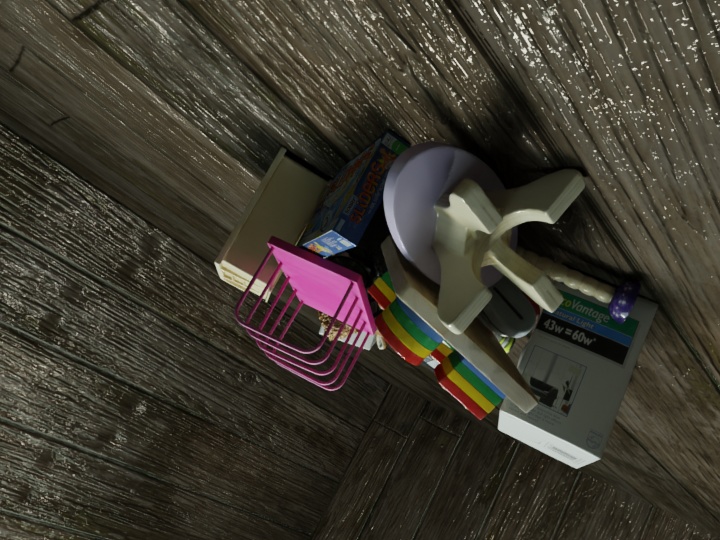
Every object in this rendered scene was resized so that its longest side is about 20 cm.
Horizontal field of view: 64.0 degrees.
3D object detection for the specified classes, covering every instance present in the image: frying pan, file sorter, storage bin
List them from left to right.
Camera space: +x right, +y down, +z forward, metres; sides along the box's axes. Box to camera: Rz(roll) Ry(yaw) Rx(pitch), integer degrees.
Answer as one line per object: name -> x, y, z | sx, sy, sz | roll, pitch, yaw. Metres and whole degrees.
storage bin -> -0.143, -0.063, 0.941 | 0.093, 0.201, 0.199 | 29, 168, -7
file sorter -> -0.074, 0.073, 0.814 | 0.138, 0.126, 0.200 | 23, 159, 18
frying pan -> 0.005, 0.013, 0.981 | 0.188, 0.116, 0.031 | -5, 142, -27

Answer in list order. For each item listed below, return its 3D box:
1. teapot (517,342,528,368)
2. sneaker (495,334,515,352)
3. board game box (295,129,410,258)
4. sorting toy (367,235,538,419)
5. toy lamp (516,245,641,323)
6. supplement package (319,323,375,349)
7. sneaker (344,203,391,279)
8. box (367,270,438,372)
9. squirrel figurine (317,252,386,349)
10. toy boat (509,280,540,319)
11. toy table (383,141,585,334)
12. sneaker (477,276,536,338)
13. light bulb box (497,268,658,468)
teapot -> 0.357, 0.219, 1.032 | 0.196, 0.147, 0.200 | 21, 166, 35
sneaker -> 0.210, 0.109, 1.141 | 0.081, 0.074, 0.199 | 47, 155, -27
board game box -> -0.018, -0.085, 0.725 | 0.034, 0.136, 0.200 | 32, 166, -14
sorting toy -> 0.090, 0.070, 0.681 | 0.199, 0.070, 0.200 | 42, -169, -13
toy lamp -> 0.222, -0.003, 0.684 | 0.199, 0.059, 0.058 | 25, 167, 18
supplement package -> -0.006, 0.093, 1.279 | 0.116, 0.118, 0.200 | 18, -177, 7
sneaker -> 0.020, -0.022, 0.821 | 0.103, 0.202, 0.060 | 4, 156, -7
box -> 0.094, 0.063, 0.995 | 0.050, 0.159, 0.200 | -25, 131, 33
squirrel figurine -> -0.004, 0.064, 1.114 | 0.186, 0.142, 0.199 | 38, 146, -18
toy boat -> 0.166, 0.085, 0.849 | 0.199, 0.132, 0.130 | -19, 156, 25
toy table -> 0.121, -0.035, 0.570 | 0.199, 0.185, 0.117 | 27, -172, -35
sneaker -> 0.141, 0.008, 0.752 | 0.201, 0.073, 0.071 | 55, 160, 7
light bulb box -> 0.276, 0.135, 0.764 | 0.124, 0.201, 0.198 | 23, 166, 20
